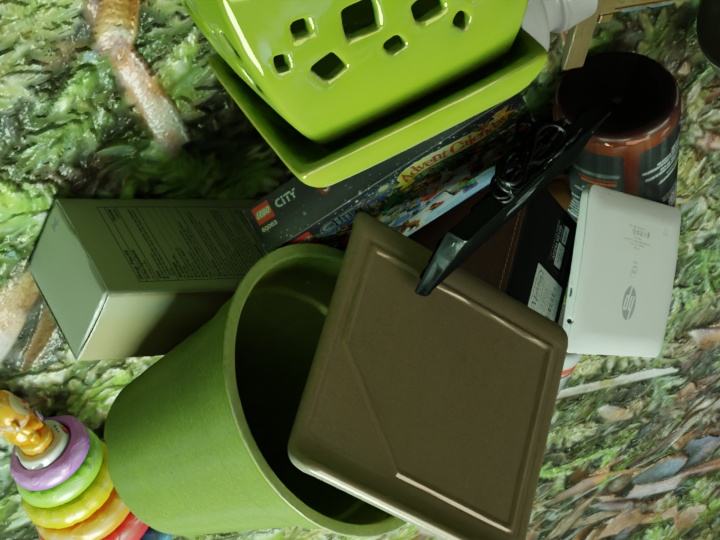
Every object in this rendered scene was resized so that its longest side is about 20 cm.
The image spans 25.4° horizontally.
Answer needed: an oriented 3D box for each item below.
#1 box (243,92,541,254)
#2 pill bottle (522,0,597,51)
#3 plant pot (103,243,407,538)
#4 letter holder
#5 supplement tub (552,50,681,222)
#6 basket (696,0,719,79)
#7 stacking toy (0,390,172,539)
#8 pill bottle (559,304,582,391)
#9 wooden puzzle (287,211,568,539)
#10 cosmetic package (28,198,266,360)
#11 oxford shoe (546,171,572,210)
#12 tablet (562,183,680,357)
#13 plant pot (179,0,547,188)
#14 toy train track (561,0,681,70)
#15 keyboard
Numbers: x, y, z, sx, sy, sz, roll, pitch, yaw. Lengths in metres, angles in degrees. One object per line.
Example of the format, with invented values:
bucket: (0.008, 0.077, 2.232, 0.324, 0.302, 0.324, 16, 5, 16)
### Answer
box: (0.029, -0.065, 1.117, 0.200, 0.038, 0.137, -33, 163, 7)
pill bottle: (0.064, -0.172, 1.136, 0.200, 0.112, 0.112, -28, 144, -9)
plant pot: (-0.077, 0.104, 1.108, 0.200, 0.200, 0.190, 8, 157, -45)
letter holder: (0.065, 0.035, 1.216, 0.101, 0.142, 0.200, 39, 62, -54)
supplement tub: (0.219, -0.086, 1.373, 0.107, 0.107, 0.200, -27, 144, -12)
basket: (0.388, -0.187, 1.382, 0.180, 0.136, 0.200, -43, 141, 19)
stacking toy: (-0.244, 0.160, 1.292, 0.110, 0.116, 0.200, -33, 131, -5)
pill bottle: (0.123, 0.117, 1.524, 0.111, 0.111, 0.200, -3, 134, -38)
wooden puzzle: (0.047, 0.081, 1.058, 0.185, 0.200, 0.037, 29, 144, -23)
cosmetic package: (-0.131, 0.004, 1.184, 0.200, 0.105, 0.071, -1, 134, -38)
oxford shoe: (0.124, 0.006, 1.328, 0.071, 0.071, 0.200, 5, 125, -44)
tablet: (0.214, 0.005, 1.287, 0.200, 0.014, 0.130, 7, 91, -58)
plant pot: (-0.009, -0.176, 0.960, 0.200, 0.199, 0.182, -27, 129, -10)
toy train track: (0.204, -0.224, 1.270, 0.200, 0.033, 0.115, -15, 133, -36)
keyboard: (0.102, -0.066, 1.080, 0.200, 0.040, 0.104, -42, 171, -41)
